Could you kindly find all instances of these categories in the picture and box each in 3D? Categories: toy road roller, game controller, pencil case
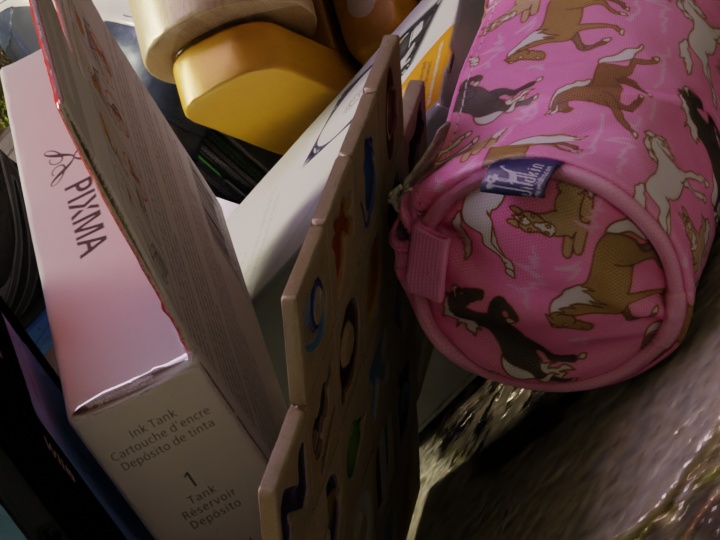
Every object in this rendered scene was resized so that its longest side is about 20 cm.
[{"bbox_3d":[0.006,-0.128,0.938,0.146,0.200,0.123,-26,69,28],"label":"toy road roller"},{"bbox_3d":[-0.076,0.068,0.647,0.042,0.200,0.104,-36,33,-8],"label":"game controller"},{"bbox_3d":[0.069,-0.053,0.704,0.083,0.087,0.200,-24,27,31],"label":"pencil case"}]

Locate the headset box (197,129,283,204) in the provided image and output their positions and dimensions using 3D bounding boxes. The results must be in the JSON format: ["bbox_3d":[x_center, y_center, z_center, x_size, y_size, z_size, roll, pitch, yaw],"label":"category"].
[{"bbox_3d":[-0.027,-0.122,1.139,0.174,0.093,0.200,-55,28,-10],"label":"headset box"}]

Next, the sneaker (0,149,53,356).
[{"bbox_3d":[-0.148,0.031,0.708,0.071,0.083,0.200,-14,36,29],"label":"sneaker"}]

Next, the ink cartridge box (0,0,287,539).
[{"bbox_3d":[-0.078,-0.021,0.685,0.045,0.176,0.200,-27,35,3],"label":"ink cartridge box"}]

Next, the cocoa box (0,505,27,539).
[{"bbox_3d":[-0.146,0.179,0.737,0.131,0.133,0.200,-39,18,43],"label":"cocoa box"}]

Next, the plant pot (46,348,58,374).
[{"bbox_3d":[-0.245,0.062,1.116,0.177,0.199,0.200,-51,52,20],"label":"plant pot"}]

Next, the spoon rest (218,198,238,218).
[{"bbox_3d":[-0.082,-0.017,1.259,0.099,0.061,0.200,-41,3,37],"label":"spoon rest"}]

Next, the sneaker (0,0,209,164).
[{"bbox_3d":[-0.134,-0.058,1.066,0.202,0.077,0.147,13,85,59],"label":"sneaker"}]

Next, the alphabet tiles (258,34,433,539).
[{"bbox_3d":[0.000,0.038,0.651,0.200,0.006,0.167,-70,-20,-54],"label":"alphabet tiles"}]

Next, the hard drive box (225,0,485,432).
[{"bbox_3d":[0.000,0.000,0.843,0.200,0.077,0.156,-47,13,24],"label":"hard drive box"}]
